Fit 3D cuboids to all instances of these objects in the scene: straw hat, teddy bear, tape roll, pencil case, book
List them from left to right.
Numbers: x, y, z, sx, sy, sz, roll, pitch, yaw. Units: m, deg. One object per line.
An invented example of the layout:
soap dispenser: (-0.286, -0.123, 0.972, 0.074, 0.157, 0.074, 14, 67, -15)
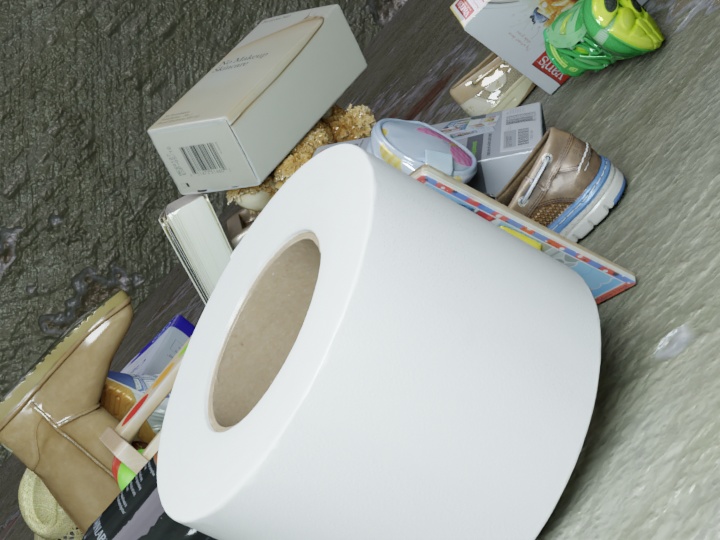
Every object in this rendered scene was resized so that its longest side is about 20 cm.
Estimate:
straw hat: (-0.262, 0.203, 1.264, 0.200, 0.085, 0.203, -19, 57, 32)
book: (-0.121, 0.026, 1.297, 0.048, 0.201, 0.134, -27, 9, -4)
teddy bear: (-0.059, -0.117, 1.304, 0.144, 0.067, 0.200, -19, 19, 42)
tape roll: (0.006, 0.057, 0.699, 0.203, 0.138, 0.204, -50, 24, 31)
pencil case: (0.015, -0.012, 1.026, 0.091, 0.082, 0.201, -79, 11, -66)

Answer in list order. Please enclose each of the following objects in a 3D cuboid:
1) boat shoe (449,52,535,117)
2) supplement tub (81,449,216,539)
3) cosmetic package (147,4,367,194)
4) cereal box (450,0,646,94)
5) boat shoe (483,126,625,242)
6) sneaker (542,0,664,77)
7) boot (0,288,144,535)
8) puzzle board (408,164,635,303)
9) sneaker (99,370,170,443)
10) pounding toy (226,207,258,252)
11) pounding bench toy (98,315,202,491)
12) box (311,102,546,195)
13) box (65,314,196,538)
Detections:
boat shoe: (0.173, -0.235, 1.407, 0.200, 0.064, 0.071, -49, 11, -5)
supplement tub: (-0.072, 0.142, 0.886, 0.200, 0.122, 0.123, -48, 11, -1)
cosmetic package: (-0.090, -0.157, 1.266, 0.103, 0.073, 0.200, -5, 35, 37)
cereal box: (0.195, -0.264, 1.240, 0.200, 0.143, 0.040, -45, 46, 19)
boat shoe: (0.087, -0.019, 0.958, 0.200, 0.072, 0.072, -45, 12, 17)
sneaker: (0.198, -0.192, 1.152, 0.084, 0.074, 0.200, -43, 2, 11)
boot: (-0.197, 0.141, 1.179, 0.175, 0.200, 0.066, -44, 10, 3)
puzzle board: (0.043, 0.015, 0.830, 0.200, 0.150, 0.018, -34, 37, 51)
sneaker: (-0.185, 0.127, 1.258, 0.088, 0.198, 0.076, -66, -8, -66)
pounding toy: (-0.048, -0.014, 1.379, 0.199, 0.143, 0.184, -33, 11, -1)
pounding bench toy: (-0.105, 0.129, 1.056, 0.156, 0.124, 0.200, -50, 11, -11)
box: (0.053, -0.083, 1.125, 0.198, 0.042, 0.156, -9, 18, 9)
box: (-0.234, 0.175, 1.464, 0.184, 0.105, 0.200, -44, 12, 24)
